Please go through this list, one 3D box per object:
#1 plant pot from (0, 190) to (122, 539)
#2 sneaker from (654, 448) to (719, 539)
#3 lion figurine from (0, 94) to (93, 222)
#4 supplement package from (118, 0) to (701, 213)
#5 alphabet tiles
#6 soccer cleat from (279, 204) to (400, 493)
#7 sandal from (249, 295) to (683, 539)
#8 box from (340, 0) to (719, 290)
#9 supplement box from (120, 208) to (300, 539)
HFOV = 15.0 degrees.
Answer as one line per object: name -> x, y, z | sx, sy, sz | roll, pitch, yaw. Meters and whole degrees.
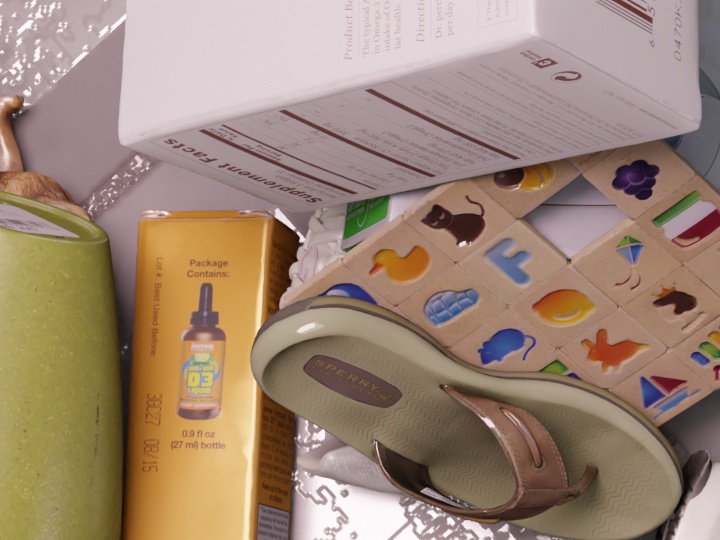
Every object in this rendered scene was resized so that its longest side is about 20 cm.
plant pot -> -0.176, 0.069, 1.178 | 0.187, 0.187, 0.200 | 18, 99, 13
sneaker -> 0.161, 0.182, 1.184 | 0.088, 0.077, 0.200 | 13, 85, 2
lion figurine -> -0.211, -0.015, 1.292 | 0.200, 0.072, 0.123 | -9, 86, 23
supplement package -> 0.018, -0.105, 1.053 | 0.200, 0.117, 0.117 | -10, 70, 37
alphabet tiles -> 0.072, 0.023, 1.148 | 0.200, 0.167, 0.008 | -35, 34, 24
soccer cleat -> 0.000, 0.000, 1.228 | 0.086, 0.070, 0.200 | -1, 78, -30
sandal -> 0.043, 0.075, 1.148 | 0.201, 0.057, 0.080 | 21, 126, -21
box -> 0.107, -0.080, 1.192 | 0.200, 0.097, 0.177 | 11, 82, -12
supplement box -> -0.067, 0.075, 1.242 | 0.066, 0.069, 0.200 | 0, 82, 15
